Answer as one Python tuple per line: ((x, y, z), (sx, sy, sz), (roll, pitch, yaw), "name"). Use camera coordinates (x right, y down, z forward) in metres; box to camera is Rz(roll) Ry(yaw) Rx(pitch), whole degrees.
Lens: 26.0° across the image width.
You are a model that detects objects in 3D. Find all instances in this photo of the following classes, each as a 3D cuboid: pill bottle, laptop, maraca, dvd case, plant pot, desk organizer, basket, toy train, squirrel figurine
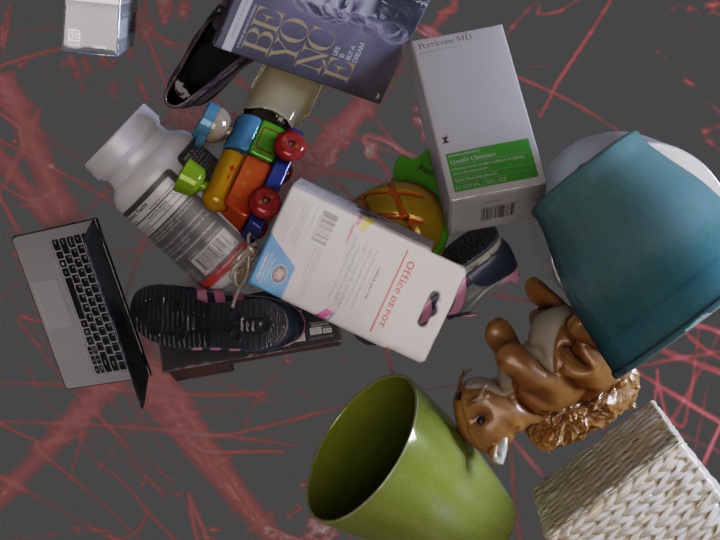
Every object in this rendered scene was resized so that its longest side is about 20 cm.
((-0.194, -0.080, 1.698), (0.200, 0.116, 0.116), (44, 97, -9), "pill bottle")
((-0.307, 0.051, 1.681), (0.199, 0.116, 0.188), (-10, 104, 32), "laptop")
((0.042, -0.049, 1.703), (0.200, 0.137, 0.107), (-55, 144, -11), "maraca")
((-0.036, -0.270, 1.632), (0.199, 0.016, 0.149), (17, 114, -23), "dvd case")
((0.275, -0.027, 1.548), (0.200, 0.200, 0.188), (-38, 85, 6), "plant pot")
((-0.122, 0.069, 1.741), (0.199, 0.077, 0.072), (-10, 76, 0), "desk organizer")
((0.073, 0.247, 1.760), (0.200, 0.187, 0.187), (35, 99, -24), "plant pot")
((0.313, 0.280, 1.753), (0.200, 0.198, 0.161), (-38, 97, 7), "basket")
((-0.144, -0.073, 1.615), (0.115, 0.085, 0.201), (25, 68, -6), "toy train")
((0.202, 0.139, 1.725), (0.187, 0.142, 0.200), (-48, 123, 1), "squirrel figurine")

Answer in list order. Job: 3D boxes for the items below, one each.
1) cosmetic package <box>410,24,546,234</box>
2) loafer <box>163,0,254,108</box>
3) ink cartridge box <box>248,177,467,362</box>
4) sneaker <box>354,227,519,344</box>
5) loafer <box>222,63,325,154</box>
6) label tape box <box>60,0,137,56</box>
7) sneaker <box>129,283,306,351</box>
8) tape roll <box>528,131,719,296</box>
((0.122, -0.150, 1.658), (0.107, 0.085, 0.201), (-12, 66, -3), "cosmetic package")
((-0.141, -0.242, 1.659), (0.072, 0.063, 0.200), (43, 120, -2), "loafer")
((0.000, 0.000, 1.611), (0.199, 0.068, 0.116), (26, 100, 1), "ink cartridge box")
((0.090, 0.036, 1.751), (0.200, 0.070, 0.082), (-33, 121, 13), "sneaker")
((-0.086, -0.184, 1.703), (0.075, 0.068, 0.201), (26, 101, -8), "loafer")
((-0.266, -0.330, 1.628), (0.066, 0.143, 0.201), (7, 102, -3), "label tape box")
((-0.151, 0.055, 1.678), (0.199, 0.082, 0.071), (9, 91, 27), "sneaker")
((0.292, -0.047, 1.706), (0.202, 0.139, 0.204), (-1, 99, -3), "tape roll")
